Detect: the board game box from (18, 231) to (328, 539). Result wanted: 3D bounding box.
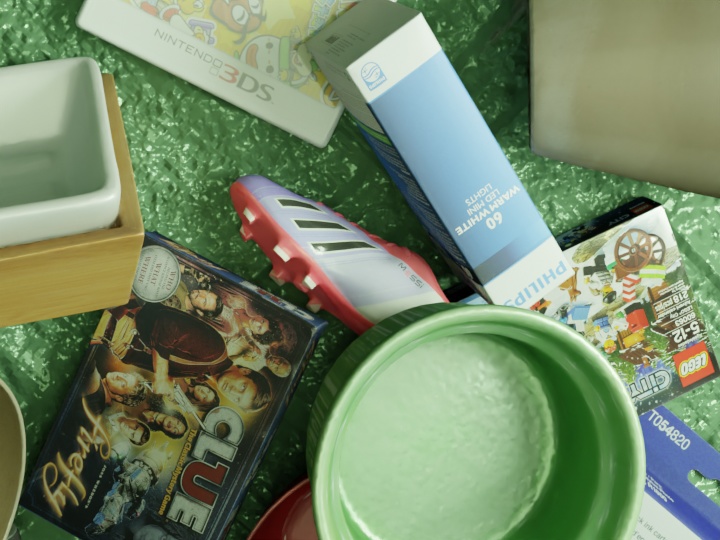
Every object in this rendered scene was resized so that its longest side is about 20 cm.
[{"bbox_3d":[-0.124,0.094,0.875,0.134,0.035,0.202,26,97,8],"label":"board game box"}]

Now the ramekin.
[{"bbox_3d":[0.060,0.114,0.797,0.198,0.098,0.203,-1,97,-11],"label":"ramekin"}]

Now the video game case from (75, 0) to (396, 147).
[{"bbox_3d":[-0.059,-0.208,0.853,0.181,0.023,0.202,25,96,-15],"label":"video game case"}]

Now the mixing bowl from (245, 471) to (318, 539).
[{"bbox_3d":[0.003,0.206,0.910,0.198,0.108,0.203,-2,101,-11],"label":"mixing bowl"}]

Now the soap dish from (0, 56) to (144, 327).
[{"bbox_3d":[-0.211,-0.044,0.777,0.156,0.201,0.082,-11,126,-9],"label":"soap dish"}]

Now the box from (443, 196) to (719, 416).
[{"bbox_3d":[0.142,0.052,0.939,0.198,0.038,0.138,-25,105,-4],"label":"box"}]

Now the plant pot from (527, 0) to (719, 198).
[{"bbox_3d":[0.193,-0.135,0.847,0.171,0.200,0.202,-1,103,7],"label":"plant pot"}]

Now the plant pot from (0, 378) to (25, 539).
[{"bbox_3d":[-0.300,0.122,0.729,0.133,0.200,0.202,21,99,20],"label":"plant pot"}]

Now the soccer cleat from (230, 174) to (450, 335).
[{"bbox_3d":[0.000,0.000,0.876,0.200,0.067,0.076,43,73,6],"label":"soccer cleat"}]

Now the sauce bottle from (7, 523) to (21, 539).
[{"bbox_3d":[-0.227,0.271,0.903,0.064,0.065,0.202,-16,105,-7],"label":"sauce bottle"}]

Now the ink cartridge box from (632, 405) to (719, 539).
[{"bbox_3d":[0.222,0.227,0.992,0.199,0.041,0.201,38,93,-16],"label":"ink cartridge box"}]

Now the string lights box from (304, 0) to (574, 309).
[{"bbox_3d":[0.050,-0.072,0.849,0.059,0.103,0.201,-36,114,-3],"label":"string lights box"}]
